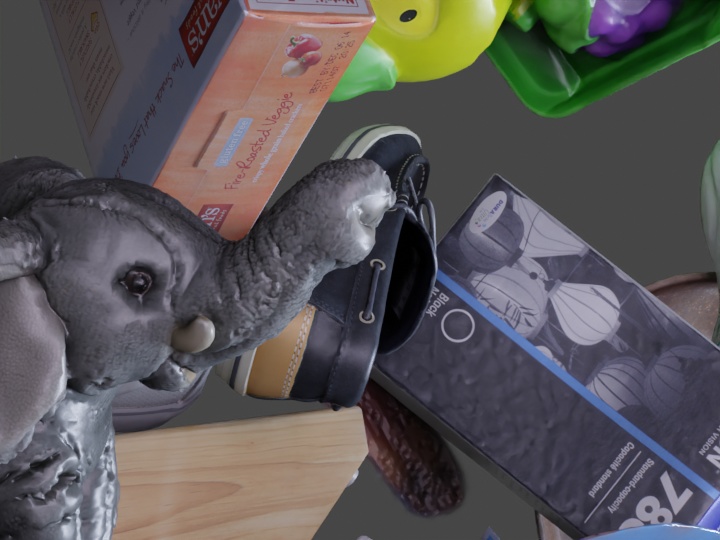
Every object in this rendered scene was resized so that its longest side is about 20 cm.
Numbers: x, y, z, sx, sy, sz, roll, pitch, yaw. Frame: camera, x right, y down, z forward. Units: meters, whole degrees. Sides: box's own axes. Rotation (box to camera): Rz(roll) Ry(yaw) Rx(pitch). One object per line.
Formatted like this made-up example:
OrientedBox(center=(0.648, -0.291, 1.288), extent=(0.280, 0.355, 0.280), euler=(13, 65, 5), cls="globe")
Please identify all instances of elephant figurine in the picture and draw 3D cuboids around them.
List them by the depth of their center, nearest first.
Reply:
OrientedBox(center=(-0.106, 0.022, 0.944), extent=(0.155, 0.142, 0.201), euler=(7, 112, -32), cls="elephant figurine")

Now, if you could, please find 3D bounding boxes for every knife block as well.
OrientedBox(center=(-0.116, 0.089, 1.067), extent=(0.175, 0.064, 0.200), euler=(42, 67, -17), cls="knife block")

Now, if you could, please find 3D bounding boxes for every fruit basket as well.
OrientedBox(center=(0.052, -0.153, 1.154), extent=(0.215, 0.155, 0.216), euler=(18, 61, -36), cls="fruit basket")

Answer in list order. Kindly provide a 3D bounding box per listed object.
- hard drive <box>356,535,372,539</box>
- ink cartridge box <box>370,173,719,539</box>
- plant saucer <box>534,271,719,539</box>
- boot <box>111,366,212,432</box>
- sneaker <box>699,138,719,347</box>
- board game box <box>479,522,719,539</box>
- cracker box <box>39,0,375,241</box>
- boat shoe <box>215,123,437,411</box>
OrientedBox(center=(-0.049, 0.211, 1.067), extent=(0.200, 0.025, 0.132), euler=(-40, 138, -26), cls="hard drive")
OrientedBox(center=(0.103, 0.059, 1.147), extent=(0.200, 0.039, 0.100), euler=(38, 81, 6), cls="ink cartridge box")
OrientedBox(center=(0.155, 0.102, 1.218), extent=(0.200, 0.037, 0.201), euler=(6, 77, -26), cls="plant saucer")
OrientedBox(center=(-0.137, 0.016, 1.039), extent=(0.199, 0.096, 0.074), euler=(-4, 55, -32), cls="boot")
OrientedBox(center=(0.189, 0.029, 1.186), extent=(0.070, 0.080, 0.201), euler=(3, 81, -28), cls="sneaker")
OrientedBox(center=(0.067, 0.159, 1.106), extent=(0.158, 0.200, 0.039), euler=(4, 40, -39), cls="board game box")
OrientedBox(center=(-0.071, -0.126, 1.037), extent=(0.058, 0.134, 0.200), euler=(1, 54, -29), cls="cracker box")
OrientedBox(center=(0.000, 0.000, 1.093), extent=(0.062, 0.200, 0.075), euler=(20, 115, 7), cls="boat shoe")
